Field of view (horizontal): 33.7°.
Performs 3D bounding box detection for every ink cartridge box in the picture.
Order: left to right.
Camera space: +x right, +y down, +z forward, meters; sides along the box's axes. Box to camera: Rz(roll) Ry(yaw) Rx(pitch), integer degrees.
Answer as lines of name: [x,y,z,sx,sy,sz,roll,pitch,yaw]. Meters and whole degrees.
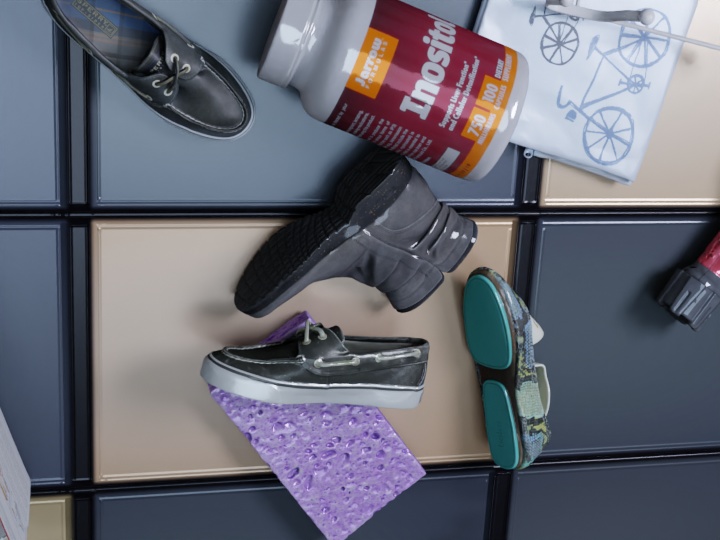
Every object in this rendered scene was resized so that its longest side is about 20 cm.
ink cartridge box: [-0.309,0.124,0.924,0.043,0.174,0.201,-19,110,-8]

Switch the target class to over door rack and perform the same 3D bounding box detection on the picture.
over door rack: [0.265,-0.266,0.991,0.199,0.067,0.148,13,91,-15]

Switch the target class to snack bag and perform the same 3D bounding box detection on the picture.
snack bag: [0.182,-0.187,1.037,0.199,0.021,0.189,14,102,-15]

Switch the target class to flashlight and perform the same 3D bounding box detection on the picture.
flashlight: [0.353,-0.038,1.101,0.068,0.068,0.200,35,95,-22]

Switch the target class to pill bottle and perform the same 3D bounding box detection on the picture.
pill bottle: [0.024,-0.156,0.951,0.199,0.113,0.113,20,101,-11]

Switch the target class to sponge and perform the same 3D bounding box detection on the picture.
sponge: [-0.037,0.145,1.077,0.111,0.030,0.200,-36,111,-2]

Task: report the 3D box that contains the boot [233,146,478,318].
boot: [0.000,0.000,1.026,0.200,0.070,0.132,-38,125,11]

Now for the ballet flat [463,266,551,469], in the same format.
ballet flat: [0.139,0.083,1.093,0.074,0.074,0.201,-12,111,-11]

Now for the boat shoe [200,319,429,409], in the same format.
boat shoe: [-0.036,0.074,1.008,0.199,0.071,0.064,5,105,-23]

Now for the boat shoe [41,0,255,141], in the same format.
boat shoe: [-0.166,-0.165,0.935,0.200,0.057,0.069,35,95,-21]
